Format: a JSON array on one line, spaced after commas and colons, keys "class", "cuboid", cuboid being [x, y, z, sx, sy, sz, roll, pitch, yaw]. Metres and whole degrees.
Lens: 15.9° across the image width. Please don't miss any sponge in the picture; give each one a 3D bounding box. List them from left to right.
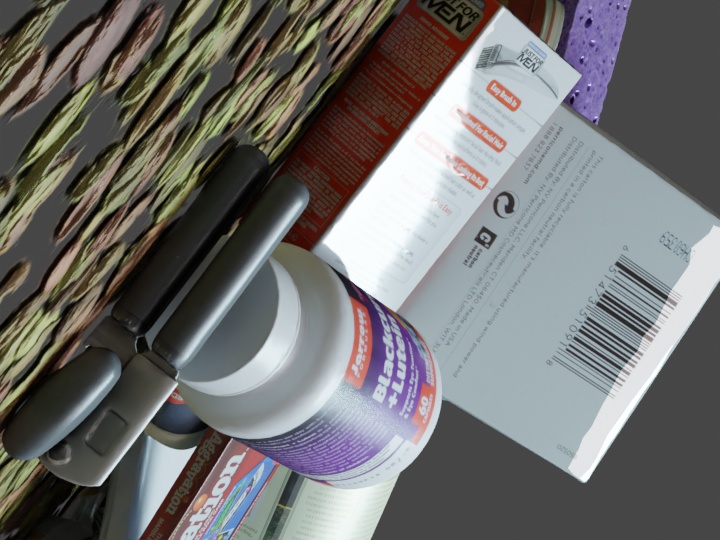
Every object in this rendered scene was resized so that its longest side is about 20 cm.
[{"class": "sponge", "cuboid": [0.156, -0.174, 1.804, 0.112, 0.030, 0.201, 40, 64, -65]}]

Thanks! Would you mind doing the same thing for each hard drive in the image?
[{"class": "hard drive", "cuboid": [-0.136, 0.175, 1.680, 0.132, 0.027, 0.201, -2, 105, -71]}]

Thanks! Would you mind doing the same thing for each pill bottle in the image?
[{"class": "pill bottle", "cuboid": [-0.040, 0.049, 1.446, 0.112, 0.111, 0.200, -51, 150, 2]}]

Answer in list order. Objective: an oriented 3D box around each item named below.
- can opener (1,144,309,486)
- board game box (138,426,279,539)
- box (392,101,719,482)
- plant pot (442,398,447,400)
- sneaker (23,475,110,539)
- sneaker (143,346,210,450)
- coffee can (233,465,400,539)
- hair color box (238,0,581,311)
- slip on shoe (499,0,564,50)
[{"class": "can opener", "cuboid": [-0.101, 0.025, 1.309, 0.200, 0.053, 0.066, -52, 175, -3]}, {"class": "board game box", "cuboid": [-0.109, 0.169, 1.580, 0.201, 0.019, 0.103, -58, 160, 9]}, {"class": "box", "cuboid": [0.106, -0.005, 1.680, 0.199, 0.200, 0.131, -57, -151, 2]}, {"class": "plant pot", "cuboid": [0.037, 0.001, 1.919, 0.134, 0.201, 0.200, -1, 141, -36]}, {"class": "sneaker", "cuboid": [-0.181, 0.204, 1.767, 0.076, 0.088, 0.200, -54, 177, 19]}, {"class": "sneaker", "cuboid": [-0.065, 0.022, 1.572, 0.200, 0.075, 0.085, -54, 171, -42]}, {"class": "coffee can", "cuboid": [-0.067, 0.184, 1.806, 0.201, 0.146, 0.146, -66, 171, 18]}, {"class": "hair color box", "cuboid": [0.030, -0.074, 1.544, 0.200, 0.064, 0.111, -51, 144, 5]}, {"class": "slip on shoe", "cuboid": [0.083, -0.159, 1.762, 0.200, 0.061, 0.074, 171, -65, -78]}]
